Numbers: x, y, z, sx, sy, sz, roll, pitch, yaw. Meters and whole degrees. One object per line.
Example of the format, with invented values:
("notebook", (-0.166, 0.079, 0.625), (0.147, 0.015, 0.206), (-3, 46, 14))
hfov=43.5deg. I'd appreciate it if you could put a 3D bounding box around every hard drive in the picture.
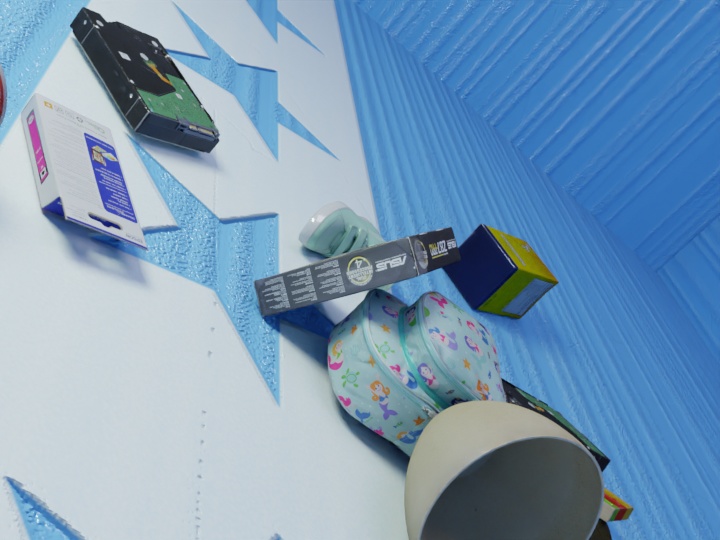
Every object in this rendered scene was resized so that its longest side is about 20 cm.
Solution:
("hard drive", (-0.277, -0.244, 1.169), (0.201, 0.038, 0.139), (54, 22, 23))
("hard drive", (0.254, 0.217, 1.295), (0.199, 0.038, 0.140), (30, 9, -35))

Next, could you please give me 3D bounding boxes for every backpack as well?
("backpack", (0.062, 0.115, 1.022), (0.198, 0.151, 0.179), (31, 31, -20))

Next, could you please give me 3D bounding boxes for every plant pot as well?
("plant pot", (0.123, 0.210, 0.905), (0.199, 0.201, 0.135), (31, 13, -31))

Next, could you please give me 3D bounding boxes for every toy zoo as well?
("toy zoo", (0.299, 0.292, 1.219), (0.130, 0.021, 0.199), (33, 2, 29))

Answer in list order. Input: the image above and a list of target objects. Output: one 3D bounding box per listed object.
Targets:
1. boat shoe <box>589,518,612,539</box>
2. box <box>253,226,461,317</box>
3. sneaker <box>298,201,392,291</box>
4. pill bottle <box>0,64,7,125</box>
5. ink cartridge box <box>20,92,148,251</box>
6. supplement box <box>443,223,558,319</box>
("boat shoe", (0.231, 0.330, 1.073), (0.199, 0.063, 0.075), (8, 67, -49))
("box", (0.000, 0.000, 1.038), (0.161, 0.197, 0.050), (-10, 85, -67))
("sneaker", (0.000, -0.028, 1.253), (0.118, 0.074, 0.200), (46, 17, 21))
("pill bottle", (-0.372, -0.131, 0.685), (0.116, 0.116, 0.200), (44, 21, -2))
("ink cartridge box", (-0.279, -0.093, 0.906), (0.094, 0.037, 0.201), (25, 26, -45))
("supplement box", (0.256, 0.005, 1.642), (0.199, 0.109, 0.110), (14, 36, -55))
